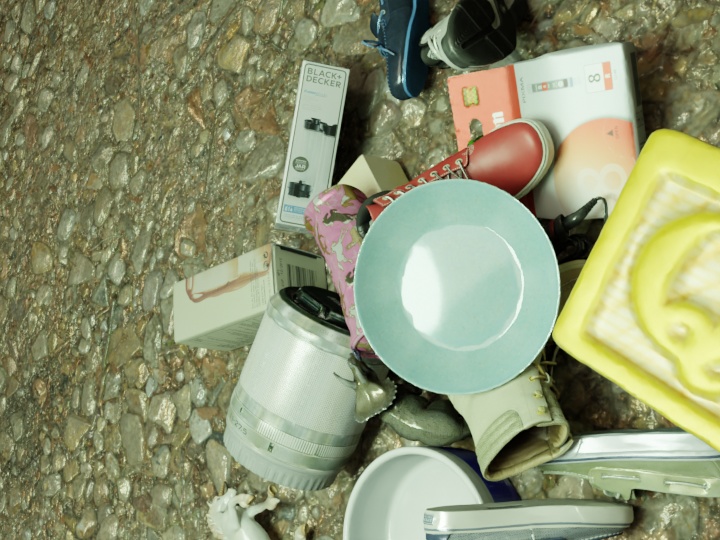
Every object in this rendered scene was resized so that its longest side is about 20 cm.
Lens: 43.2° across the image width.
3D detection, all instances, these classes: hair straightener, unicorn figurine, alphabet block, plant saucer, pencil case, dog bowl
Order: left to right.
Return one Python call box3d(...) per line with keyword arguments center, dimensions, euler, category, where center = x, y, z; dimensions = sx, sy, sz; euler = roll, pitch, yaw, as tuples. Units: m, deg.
box3d(center=(-0.135, 0.329, 1.149), dimensions=(0.138, 0.073, 0.201), euler=(-50, 58, 37), category="unicorn figurine")
box3d(center=(0.000, 0.000, 0.985), dimensions=(0.086, 0.083, 0.201), euler=(-36, 54, 21), category="pencil case")
box3d(center=(0.078, 0.288, 0.963), dimensions=(0.199, 0.078, 0.203), euler=(-9, 76, 40), category="dog bowl")
box3d(center=(0.093, 0.015, 0.870), dimensions=(0.199, 0.039, 0.204), euler=(1, 92, 19), category="plant saucer")
box3d(center=(0.187, -0.015, 0.928), dimensions=(0.200, 0.076, 0.041), euler=(-43, 33, 46), category="hair straightener")
box3d(center=(0.309, 0.026, 0.720), dimensions=(0.196, 0.199, 0.197), euler=(33, 104, 41), category="alphabet block")

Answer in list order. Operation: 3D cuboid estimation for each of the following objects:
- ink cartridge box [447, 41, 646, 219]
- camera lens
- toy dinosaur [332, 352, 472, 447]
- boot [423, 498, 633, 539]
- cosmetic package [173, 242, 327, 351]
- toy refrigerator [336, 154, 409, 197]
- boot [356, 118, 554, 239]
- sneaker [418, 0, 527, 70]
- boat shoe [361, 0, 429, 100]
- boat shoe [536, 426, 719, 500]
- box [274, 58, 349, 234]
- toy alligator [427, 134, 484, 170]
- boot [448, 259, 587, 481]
box3d(center=(0.180, -0.131, 0.908), dimensions=(0.198, 0.050, 0.164), euler=(-5, 102, 29), category="ink cartridge box")
box3d(center=(-0.059, 0.131, 1.061), dimensions=(0.159, 0.159, 0.202), euler=(31, 103, 41), category="camera lens")
box3d(center=(0.067, 0.157, 0.967), dimensions=(0.198, 0.102, 0.078), euler=(26, 108, 14), category="toy dinosaur")
box3d(center=(0.158, 0.264, 0.848), dimensions=(0.197, 0.073, 0.092), euler=(-2, 82, -2), category="boot")
box3d(center=(-0.147, 0.039, 1.198), dimensions=(0.199, 0.103, 0.088), euler=(-20, 68, 36), category="cosmetic package")
box3d(center=(0.043, -0.033, 1.063), dimensions=(0.076, 0.069, 0.201), euler=(-48, 53, 33), category="toy refrigerator")
box3d(center=(0.086, -0.081, 0.904), dimensions=(0.199, 0.143, 0.073), euler=(-31, 81, 47), category="boot")
box3d(center=(0.108, -0.241, 0.986), dimensions=(0.076, 0.201, 0.115), euler=(47, 129, -9), category="sneaker")
box3d(center=(0.045, -0.294, 1.106), dimensions=(0.068, 0.084, 0.202), euler=(-5, 64, 22), category="boat shoe")
box3d(center=(0.245, 0.179, 0.839), dimensions=(0.199, 0.072, 0.063), euler=(-11, 80, 39), category="boat shoe")
box3d(center=(-0.063, -0.150, 1.145), dimensions=(0.117, 0.059, 0.203), euler=(165, 114, -83), category="box")
box3d(center=(0.138, -0.131, 1.001), dimensions=(0.199, 0.054, 0.060), euler=(-12, 74, 40), category="toy alligator")
box3d(center=(0.174, 0.094, 0.868), dimensions=(0.200, 0.072, 0.155), euler=(-41, 31, 13), category="boot")
